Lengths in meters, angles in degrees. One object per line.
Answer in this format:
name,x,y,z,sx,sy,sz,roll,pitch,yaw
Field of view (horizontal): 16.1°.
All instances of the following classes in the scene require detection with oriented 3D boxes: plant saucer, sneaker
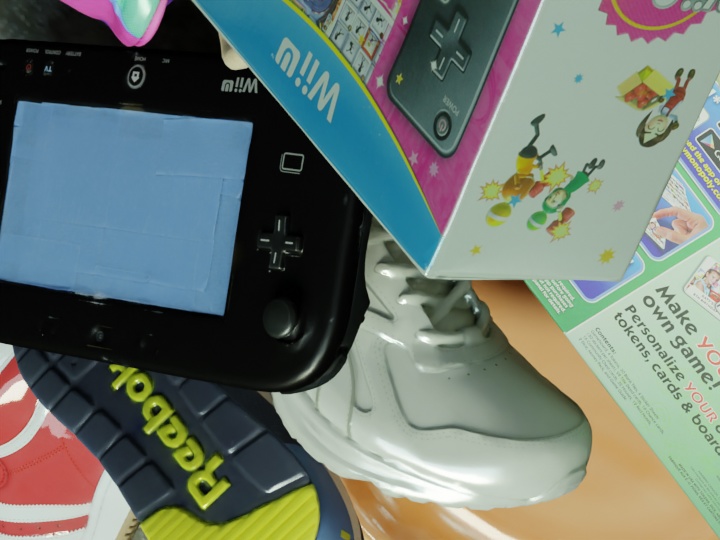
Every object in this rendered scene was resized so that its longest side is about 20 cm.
plant saucer,0.073,0.055,0.924,0.200,0.037,0.200,13,129,17
sneaker,0.000,0.000,0.845,0.200,0.078,0.100,35,121,23
sneaker,-0.143,0.085,1.033,0.112,0.071,0.200,30,127,-1
sneaker,-0.063,0.052,0.926,0.074,0.200,0.082,-39,144,9

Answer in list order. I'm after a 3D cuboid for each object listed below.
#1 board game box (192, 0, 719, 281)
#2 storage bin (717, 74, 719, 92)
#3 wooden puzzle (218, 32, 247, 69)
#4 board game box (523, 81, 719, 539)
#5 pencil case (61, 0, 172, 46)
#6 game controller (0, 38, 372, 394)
board game box,0.040,-0.119,0.612,0.148,0.064,0.200,50,129,44
storage bin,0.206,-0.013,0.660,0.200,0.094,0.199,-13,114,5
wooden puzzle,-0.012,-0.186,0.742,0.185,0.046,0.200,-33,76,40
board game box,0.123,0.001,0.784,0.135,0.029,0.200,-34,94,41
pencil case,-0.138,-0.147,0.813,0.200,0.089,0.088,24,135,-16
game controller,-0.075,-0.021,0.841,0.200,0.042,0.105,8,98,39
